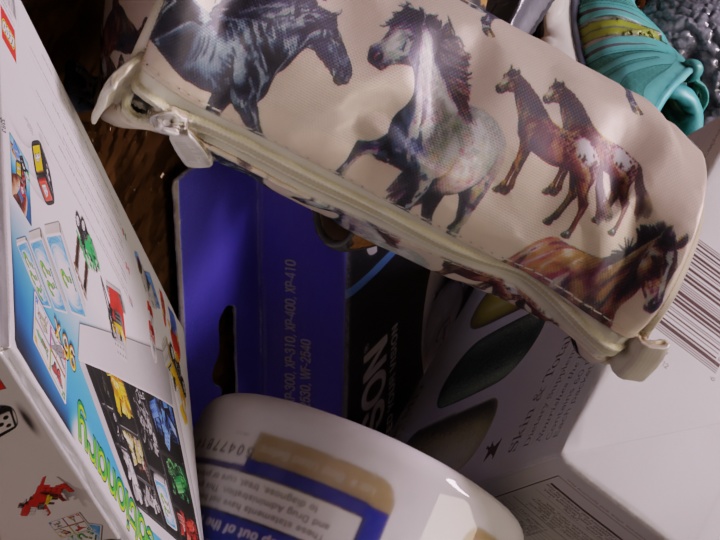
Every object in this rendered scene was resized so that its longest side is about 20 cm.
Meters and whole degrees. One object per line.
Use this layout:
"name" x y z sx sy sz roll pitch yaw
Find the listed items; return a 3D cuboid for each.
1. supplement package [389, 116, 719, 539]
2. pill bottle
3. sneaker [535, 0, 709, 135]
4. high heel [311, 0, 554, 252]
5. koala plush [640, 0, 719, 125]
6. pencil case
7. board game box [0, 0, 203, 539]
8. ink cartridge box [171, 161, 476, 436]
"supplement package" 0.117 0.066 0.801 0.152 0.150 0.200 -58 -169 -24
"pill bottle" -0.035 0.153 0.700 0.201 0.119 0.120 -66 157 -16
"sneaker" 0.114 -0.080 0.953 0.201 0.079 0.078 -78 171 -45
"high heel" -0.001 -0.109 0.687 0.143 0.071 0.201 -58 137 -27
"koala plush" 0.212 -0.043 1.056 0.177 0.199 0.185 -26 139 -59
"pencil case" 0.013 -0.040 0.650 0.078 0.199 0.090 -34 -146 59
"board game box" -0.083 0.021 0.597 0.201 0.034 0.127 71 9 -56
"ink cartridge box" 0.000 0.000 0.841 0.200 0.043 0.199 -46 148 -42
